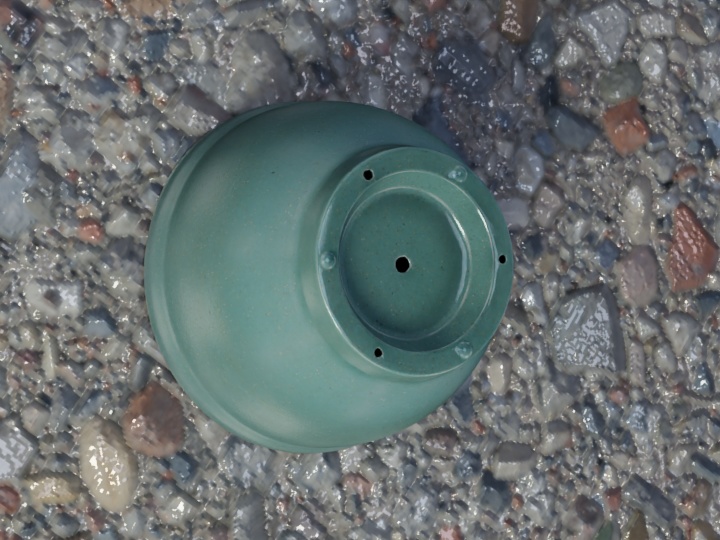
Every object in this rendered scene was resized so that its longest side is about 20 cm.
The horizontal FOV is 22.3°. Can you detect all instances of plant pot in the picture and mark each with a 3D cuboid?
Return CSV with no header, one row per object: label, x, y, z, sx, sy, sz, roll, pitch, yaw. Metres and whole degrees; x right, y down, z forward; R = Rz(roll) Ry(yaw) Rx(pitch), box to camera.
plant pot,0.000,0.000,0.985,0.199,0.134,0.202,2,86,-28
